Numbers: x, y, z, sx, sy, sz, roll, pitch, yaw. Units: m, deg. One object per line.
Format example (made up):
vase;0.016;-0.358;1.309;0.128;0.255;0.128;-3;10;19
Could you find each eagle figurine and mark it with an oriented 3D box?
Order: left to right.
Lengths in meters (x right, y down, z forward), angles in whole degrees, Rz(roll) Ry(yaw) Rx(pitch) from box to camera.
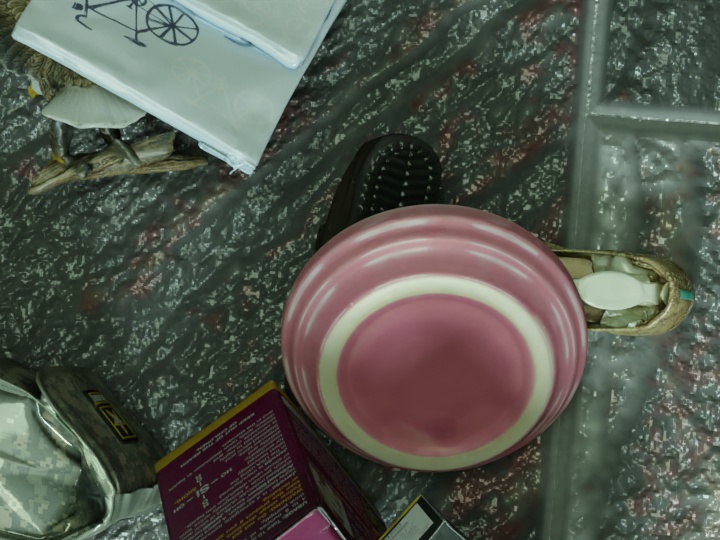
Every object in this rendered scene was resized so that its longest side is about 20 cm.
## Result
eagle figurine;-0.201;-0.157;1.321;0.151;0.152;0.200;-12;88;26

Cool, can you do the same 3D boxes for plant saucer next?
plant saucer;0.048;0.055;1.251;0.200;0.051;0.201;0;121;0

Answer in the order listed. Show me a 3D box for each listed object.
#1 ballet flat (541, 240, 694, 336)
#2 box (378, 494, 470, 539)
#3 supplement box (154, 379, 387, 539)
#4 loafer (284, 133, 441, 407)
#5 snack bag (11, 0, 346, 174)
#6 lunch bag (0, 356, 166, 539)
ballet flat;0.122;0.010;1.292;0.200;0.065;0.071;-2;85;7
box;0.055;0.254;1.123;0.200;0.049;0.160;42;88;-20
supplement box;-0.044;0.178;1.213;0.103;0.200;0.131;-36;111;2
loafer;0.000;0.000;1.314;0.073;0.071;0.200;19;100;-20
snack bag;-0.117;-0.178;1.290;0.188;0.021;0.200;30;53;-6
lunch bag;-0.226;0.115;1.275;0.200;0.164;0.118;15;90;8
